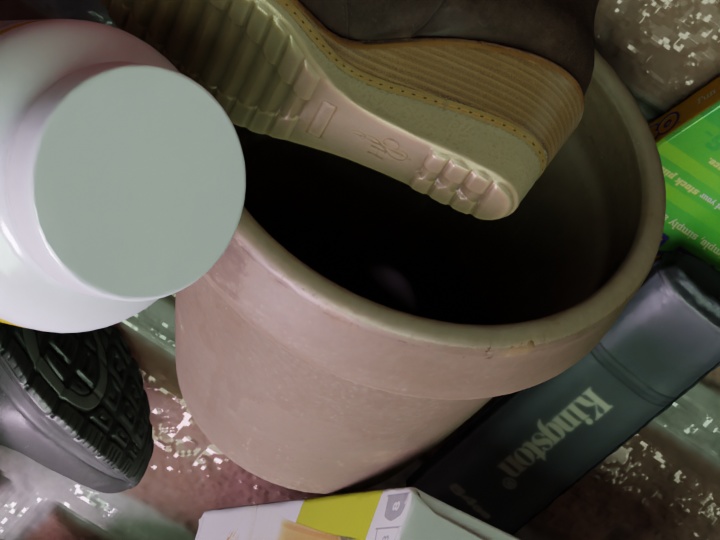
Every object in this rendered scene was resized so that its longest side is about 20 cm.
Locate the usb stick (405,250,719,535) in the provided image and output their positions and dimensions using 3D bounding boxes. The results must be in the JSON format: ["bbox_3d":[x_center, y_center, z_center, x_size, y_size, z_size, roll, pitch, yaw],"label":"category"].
[{"bbox_3d":[0.092,0.061,1.285,0.055,0.033,0.200,35,129,-15],"label":"usb stick"}]

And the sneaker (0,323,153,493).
[{"bbox_3d":[-0.178,0.034,1.292,0.200,0.076,0.091,40,126,-11],"label":"sneaker"}]

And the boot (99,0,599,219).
[{"bbox_3d":[0.003,-0.123,1.129,0.200,0.166,0.072,30,143,-12],"label":"boot"}]

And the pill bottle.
[{"bbox_3d":[-0.121,-0.036,1.082,0.112,0.200,0.112,-2,95,-28],"label":"pill bottle"}]

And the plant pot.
[{"bbox_3d":[0.000,0.000,1.198,0.200,0.200,0.175,19,137,-8],"label":"plant pot"}]

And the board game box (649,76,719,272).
[{"bbox_3d":[0.169,-0.037,1.244,0.200,0.030,0.096,-35,113,20],"label":"board game box"}]

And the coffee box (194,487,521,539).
[{"bbox_3d":[0.024,0.225,1.255,0.200,0.200,0.198,27,161,-24],"label":"coffee box"}]
